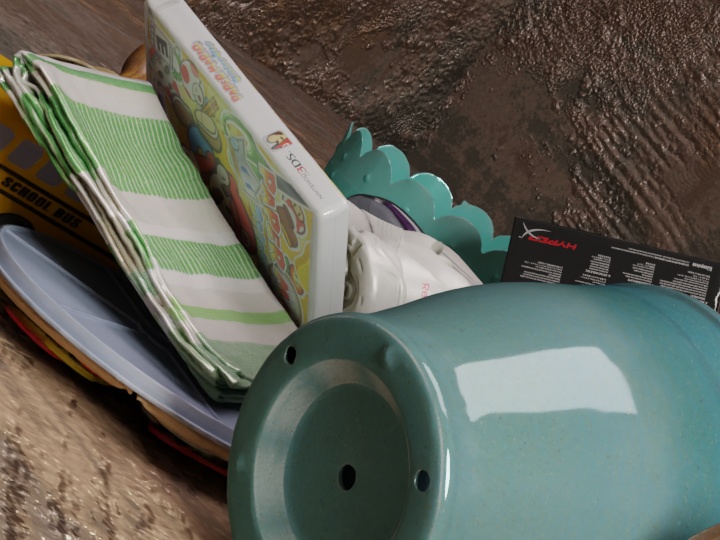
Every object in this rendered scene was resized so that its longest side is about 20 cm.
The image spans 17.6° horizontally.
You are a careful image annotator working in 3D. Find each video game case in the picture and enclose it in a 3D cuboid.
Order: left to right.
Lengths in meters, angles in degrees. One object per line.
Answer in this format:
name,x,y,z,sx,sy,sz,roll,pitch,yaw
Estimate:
video game case,-0.066,-0.025,1.273,0.182,0.023,0.201,51,-27,32

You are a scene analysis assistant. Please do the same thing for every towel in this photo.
towel,-0.091,-0.021,1.165,0.201,0.023,0.152,55,16,14

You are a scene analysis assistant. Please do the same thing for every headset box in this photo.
headset box,0.154,0.078,1.563,0.147,0.202,0.075,12,1,8

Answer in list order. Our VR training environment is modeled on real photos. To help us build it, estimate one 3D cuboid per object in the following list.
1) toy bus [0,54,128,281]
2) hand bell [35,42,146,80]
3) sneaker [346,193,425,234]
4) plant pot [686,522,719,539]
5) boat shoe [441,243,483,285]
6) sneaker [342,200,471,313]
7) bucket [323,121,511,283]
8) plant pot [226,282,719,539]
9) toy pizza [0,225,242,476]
toy bus,-0.150,-0.038,1.236,0.199,0.078,0.065,32,23,-40
hand bell,-0.148,-0.108,1.419,0.104,0.104,0.200,36,26,-1
sneaker,0.005,0.034,1.375,0.087,0.074,0.201,19,46,-47
plant pot,0.205,0.219,0.948,0.200,0.201,0.198,41,0,34
boat shoe,0.067,0.041,1.484,0.068,0.072,0.200,1,37,-42
sneaker,0.000,0.000,1.336,0.099,0.079,0.200,10,15,-26
bucket,0.034,-0.001,1.785,0.207,0.135,0.207,36,7,-5
plant pot,0.053,0.094,1.004,0.187,0.201,0.200,11,23,-43
toy pizza,-0.106,0.046,1.143,0.200,0.032,0.200,35,6,-4
